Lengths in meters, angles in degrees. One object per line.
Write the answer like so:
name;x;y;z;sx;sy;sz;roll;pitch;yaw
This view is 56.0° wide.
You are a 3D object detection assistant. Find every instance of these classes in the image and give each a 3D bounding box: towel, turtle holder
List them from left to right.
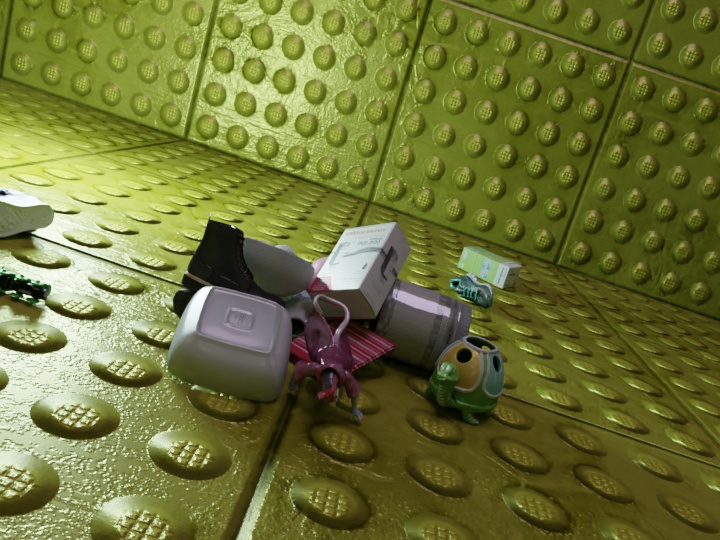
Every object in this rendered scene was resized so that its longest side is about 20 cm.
towel;-0.042;0.151;1.302;0.143;0.023;0.198;27;29;32
turtle holder;0.193;0.196;1.287;0.182;0.135;0.141;11;16;-29

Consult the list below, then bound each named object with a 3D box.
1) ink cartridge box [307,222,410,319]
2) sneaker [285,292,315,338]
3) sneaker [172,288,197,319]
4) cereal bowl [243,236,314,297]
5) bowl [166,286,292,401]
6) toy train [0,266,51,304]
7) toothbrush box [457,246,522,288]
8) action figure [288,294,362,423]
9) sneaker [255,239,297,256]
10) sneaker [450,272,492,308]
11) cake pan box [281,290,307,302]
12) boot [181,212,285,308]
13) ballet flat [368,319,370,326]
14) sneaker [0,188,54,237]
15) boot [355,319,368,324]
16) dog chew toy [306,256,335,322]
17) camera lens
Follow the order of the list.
ink cartridge box;0.000;0.000;1.406;0.143;0.086;0.202;-5;39;37
sneaker;-0.134;0.103;1.379;0.070;0.074;0.199;33;28;21
sneaker;-0.252;0.091;1.254;0.197;0.071;0.082;29;20;8
cereal bowl;-0.195;0.002;1.366;0.196;0.085;0.200;20;-10;4
bowl;-0.206;0.107;1.119;0.195;0.076;0.202;16;36;-8
toy train;-0.619;0.010;1.151;0.195;0.043;0.056;18;3;-1
toothbrush box;0.486;-0.014;2.543;0.197;0.088;0.145;25;15;28
action figure;-0.040;0.153;1.120;0.131;0.152;0.200;17;15;-8
sneaker;-0.200;-0.020;1.523;0.079;0.075;0.198;34;20;32
sneaker;0.346;0.068;2.128;0.089;0.080;0.200;-4;17;-18
cake pan box;-0.215;0.045;1.509;0.181;0.053;0.199;11;16;-35
boot;-0.214;-0.006;1.246;0.196;0.141;0.077;21;4;-15
ballet flat;0.112;0.139;1.547;0.196;0.072;0.065;21;-1;-3
sneaker;-0.762;-0.125;1.415;0.144;0.083;0.198;17;15;32
boot;0.012;0.090;1.596;0.074;0.075;0.200;23;11;-6
dog chew toy;-0.060;0.052;1.536;0.122;0.127;0.200;12;20;-22
camera lens;0.120;0.118;1.430;0.196;0.163;0.160;19;14;1
